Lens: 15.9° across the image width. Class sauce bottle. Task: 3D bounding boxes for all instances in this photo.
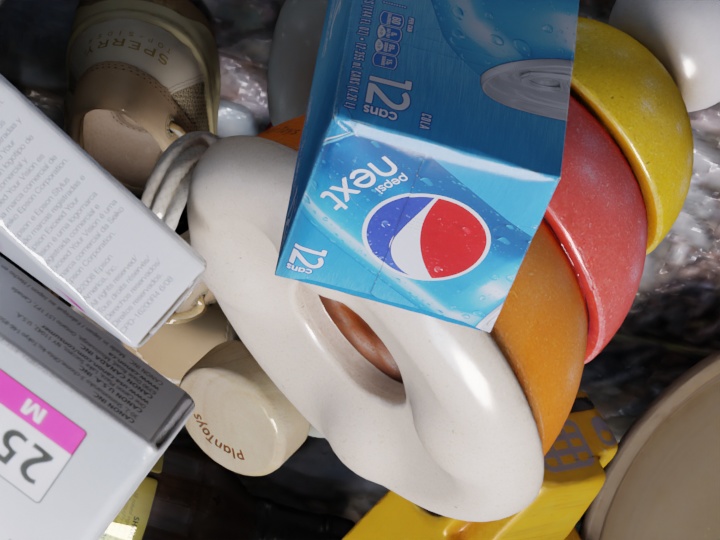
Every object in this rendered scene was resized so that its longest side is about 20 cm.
[{"bbox_3d":[-0.101,0.100,1.091,0.200,0.065,0.065,19,140,-10],"label":"sauce bottle"}]

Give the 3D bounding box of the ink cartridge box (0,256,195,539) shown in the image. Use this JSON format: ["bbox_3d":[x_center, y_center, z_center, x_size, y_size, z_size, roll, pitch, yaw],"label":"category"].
[{"bbox_3d":[-0.184,0.052,0.918,0.200,0.044,0.174,36,122,-1],"label":"ink cartridge box"}]

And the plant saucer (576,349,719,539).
[{"bbox_3d":[0.169,0.116,0.986,0.200,0.200,0.029,28,179,-19],"label":"plant saucer"}]

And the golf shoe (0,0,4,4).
[{"bbox_3d":[-0.107,-0.148,0.795,0.088,0.077,0.200,3,141,-4],"label":"golf shoe"}]

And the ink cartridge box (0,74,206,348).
[{"bbox_3d":[-0.158,-0.070,0.818,0.200,0.043,0.196,43,174,-26],"label":"ink cartridge box"}]

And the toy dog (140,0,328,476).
[{"bbox_3d":[0.000,0.000,0.919,0.096,0.132,0.200,25,154,17],"label":"toy dog"}]

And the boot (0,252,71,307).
[{"bbox_3d":[-0.216,-0.019,0.945,0.200,0.078,0.138,2,138,32],"label":"boot"}]

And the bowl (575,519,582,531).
[{"bbox_3d":[0.108,0.181,1.108,0.200,0.105,0.201,6,140,5],"label":"bowl"}]

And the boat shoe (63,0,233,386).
[{"bbox_3d":[-0.079,-0.014,0.952,0.071,0.065,0.200,2,139,11],"label":"boat shoe"}]

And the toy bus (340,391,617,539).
[{"bbox_3d":[0.025,0.126,0.958,0.065,0.078,0.200,-7,150,-40],"label":"toy bus"}]

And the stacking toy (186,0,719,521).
[{"bbox_3d":[0.058,-0.032,0.813,0.146,0.200,0.146,41,159,20],"label":"stacking toy"}]

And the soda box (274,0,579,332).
[{"bbox_3d":[0.026,-0.083,0.738,0.064,0.200,0.068,14,138,-6],"label":"soda box"}]
